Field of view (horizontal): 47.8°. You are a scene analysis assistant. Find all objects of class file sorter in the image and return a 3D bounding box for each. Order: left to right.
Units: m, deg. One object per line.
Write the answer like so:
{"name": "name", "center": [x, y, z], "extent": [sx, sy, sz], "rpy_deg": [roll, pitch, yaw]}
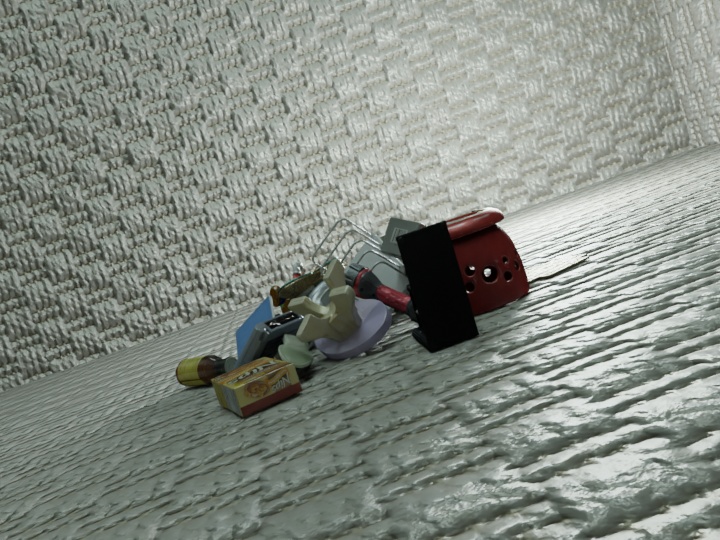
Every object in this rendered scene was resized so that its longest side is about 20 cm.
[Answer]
{"name": "file sorter", "center": [0.000, 0.000, 1.799], "extent": [0.140, 0.124, 0.200], "rpy_deg": [-52, 42, 11]}

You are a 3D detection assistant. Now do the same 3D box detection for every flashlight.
{"name": "flashlight", "center": [0.058, 0.049, 1.624], "extent": [0.197, 0.069, 0.067], "rpy_deg": [23, 33, 27]}

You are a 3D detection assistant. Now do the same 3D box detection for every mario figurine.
{"name": "mario figurine", "center": [-0.131, 0.031, 1.981], "extent": [0.105, 0.125, 0.199], "rpy_deg": [-31, -3, 38]}

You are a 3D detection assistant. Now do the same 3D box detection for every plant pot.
{"name": "plant pot", "center": [0.222, -0.017, 1.631], "extent": [0.196, 0.186, 0.200], "rpy_deg": [-19, 6, 2]}

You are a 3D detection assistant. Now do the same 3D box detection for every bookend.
{"name": "bookend", "center": [0.120, 0.022, 1.444], "extent": [0.090, 0.204, 0.199], "rpy_deg": [-17, 5, -4]}

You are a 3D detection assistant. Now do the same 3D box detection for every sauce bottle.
{"name": "sauce bottle", "center": [-0.341, 0.223, 1.817], "extent": [0.198, 0.067, 0.065], "rpy_deg": [-11, 8, 45]}

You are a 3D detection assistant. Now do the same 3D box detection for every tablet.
{"name": "tablet", "center": [-0.235, 0.146, 1.835], "extent": [0.130, 0.014, 0.201], "rpy_deg": [-47, 25, 12]}

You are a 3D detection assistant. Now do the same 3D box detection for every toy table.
{"name": "toy table", "center": [-0.046, 0.084, 1.576], "extent": [0.198, 0.117, 0.186], "rpy_deg": [-24, 35, 37]}

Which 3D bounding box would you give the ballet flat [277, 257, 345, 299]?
{"name": "ballet flat", "center": [-0.104, 0.032, 1.899], "extent": [0.198, 0.066, 0.071], "rpy_deg": [-29, -11, -35]}

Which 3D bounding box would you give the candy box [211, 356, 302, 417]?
{"name": "candy box", "center": [-0.189, 0.204, 1.450], "extent": [0.114, 0.056, 0.199], "rpy_deg": [-22, 5, -21]}

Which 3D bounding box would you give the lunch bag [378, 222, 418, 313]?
{"name": "lunch bag", "center": [0.107, 0.002, 1.967], "extent": [0.198, 0.169, 0.140], "rpy_deg": [-20, -24, -47]}

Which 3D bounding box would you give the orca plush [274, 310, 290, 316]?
{"name": "orca plush", "center": [-0.189, 0.163, 1.871], "extent": [0.197, 0.106, 0.071], "rpy_deg": [-27, 43, -9]}

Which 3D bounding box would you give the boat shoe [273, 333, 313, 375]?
{"name": "boat shoe", "center": [-0.133, 0.176, 1.567], "extent": [0.070, 0.062, 0.201], "rpy_deg": [22, 6, -6]}

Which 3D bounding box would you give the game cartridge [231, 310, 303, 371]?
{"name": "game cartridge", "center": [-0.186, 0.155, 1.664], "extent": [0.134, 0.041, 0.199], "rpy_deg": [-58, -15, 19]}

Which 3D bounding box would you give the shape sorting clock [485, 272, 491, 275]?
{"name": "shape sorting clock", "center": [0.229, 0.036, 1.854], "extent": [0.196, 0.040, 0.200], "rpy_deg": [-20, 5, 2]}

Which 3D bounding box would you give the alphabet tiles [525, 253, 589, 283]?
{"name": "alphabet tiles", "center": [0.401, 0.000, 1.789], "extent": [0.197, 0.006, 0.165], "rpy_deg": [-22, 6, -31]}

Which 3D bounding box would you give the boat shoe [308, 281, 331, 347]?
{"name": "boat shoe", "center": [-0.096, 0.110, 1.840], "extent": [0.066, 0.074, 0.202], "rpy_deg": [10, 62, 49]}

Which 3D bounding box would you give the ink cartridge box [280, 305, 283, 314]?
{"name": "ink cartridge box", "center": [-0.107, 0.085, 2.093], "extent": [0.196, 0.119, 0.067], "rpy_deg": [-19, -9, -6]}

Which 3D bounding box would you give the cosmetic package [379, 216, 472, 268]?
{"name": "cosmetic package", "center": [0.152, -0.044, 1.771], "extent": [0.198, 0.092, 0.106], "rpy_deg": [23, -5, -38]}
